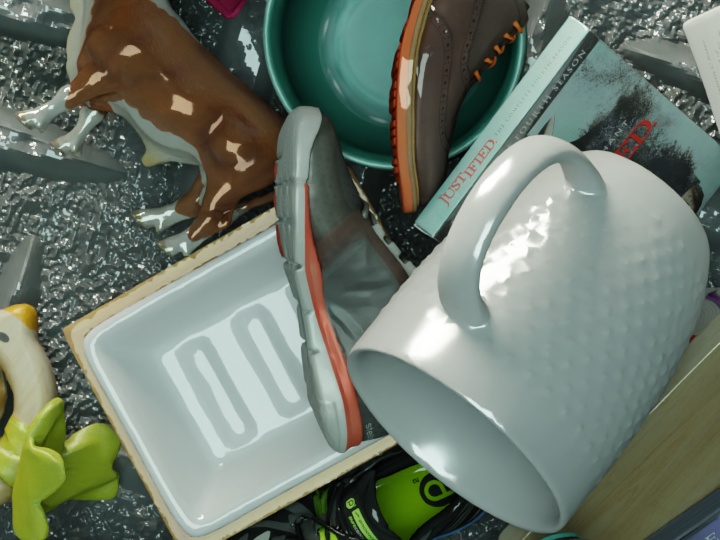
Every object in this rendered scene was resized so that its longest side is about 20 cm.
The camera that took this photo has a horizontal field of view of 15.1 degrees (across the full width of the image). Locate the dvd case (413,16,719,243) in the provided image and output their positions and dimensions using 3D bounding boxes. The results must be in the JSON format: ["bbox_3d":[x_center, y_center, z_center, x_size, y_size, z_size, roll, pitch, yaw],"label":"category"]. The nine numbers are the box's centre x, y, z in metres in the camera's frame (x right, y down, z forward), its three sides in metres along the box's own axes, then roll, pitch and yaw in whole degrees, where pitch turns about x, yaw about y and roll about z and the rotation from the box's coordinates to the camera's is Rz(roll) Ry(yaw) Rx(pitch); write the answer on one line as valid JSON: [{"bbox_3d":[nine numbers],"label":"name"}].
[{"bbox_3d":[0.128,-0.046,1.565,0.146,0.200,0.022,-52,51,3],"label":"dvd case"}]

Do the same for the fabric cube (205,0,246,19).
[{"bbox_3d":[-0.102,-0.296,1.532,0.196,0.199,0.200,-46,67,3],"label":"fabric cube"}]

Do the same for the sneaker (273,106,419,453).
[{"bbox_3d":[0.000,0.000,1.548,0.082,0.077,0.201,-11,106,-7],"label":"sneaker"}]

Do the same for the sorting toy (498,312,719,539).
[{"bbox_3d":[0.195,0.123,1.573,0.200,0.070,0.199,-45,127,4],"label":"sorting toy"}]

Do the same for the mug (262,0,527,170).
[{"bbox_3d":[0.028,-0.120,1.599,0.152,0.114,0.186,-19,91,4],"label":"mug"}]

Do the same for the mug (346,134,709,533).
[{"bbox_3d":[0.095,0.013,1.446,0.147,0.200,0.175,27,68,34],"label":"mug"}]

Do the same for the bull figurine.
[{"bbox_3d":[-0.127,-0.103,1.625,0.200,0.065,0.121,42,91,10],"label":"bull figurine"}]

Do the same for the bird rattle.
[{"bbox_3d":[-0.248,0.103,1.653,0.199,0.113,0.164,-11,79,17],"label":"bird rattle"}]

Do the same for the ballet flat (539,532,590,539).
[{"bbox_3d":[0.084,0.211,1.502,0.067,0.200,0.064,-10,64,-26],"label":"ballet flat"}]

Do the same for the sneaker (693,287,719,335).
[{"bbox_3d":[0.166,0.082,1.627,0.200,0.075,0.100,-32,126,-7],"label":"sneaker"}]

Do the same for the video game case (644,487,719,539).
[{"bbox_3d":[0.250,0.193,1.578,0.143,0.019,0.200,-34,124,-2],"label":"video game case"}]

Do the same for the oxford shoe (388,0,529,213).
[{"bbox_3d":[0.056,-0.128,1.505,0.072,0.071,0.201,8,93,-3],"label":"oxford shoe"}]

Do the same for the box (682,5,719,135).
[{"bbox_3d":[0.283,-0.098,1.528,0.106,0.200,0.153,-18,91,-15],"label":"box"}]

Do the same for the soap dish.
[{"bbox_3d":[-0.053,0.055,1.626,0.200,0.081,0.158,-29,89,5],"label":"soap dish"}]

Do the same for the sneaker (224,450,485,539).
[{"bbox_3d":[-0.011,0.151,1.610,0.199,0.083,0.071,-26,72,-8],"label":"sneaker"}]
